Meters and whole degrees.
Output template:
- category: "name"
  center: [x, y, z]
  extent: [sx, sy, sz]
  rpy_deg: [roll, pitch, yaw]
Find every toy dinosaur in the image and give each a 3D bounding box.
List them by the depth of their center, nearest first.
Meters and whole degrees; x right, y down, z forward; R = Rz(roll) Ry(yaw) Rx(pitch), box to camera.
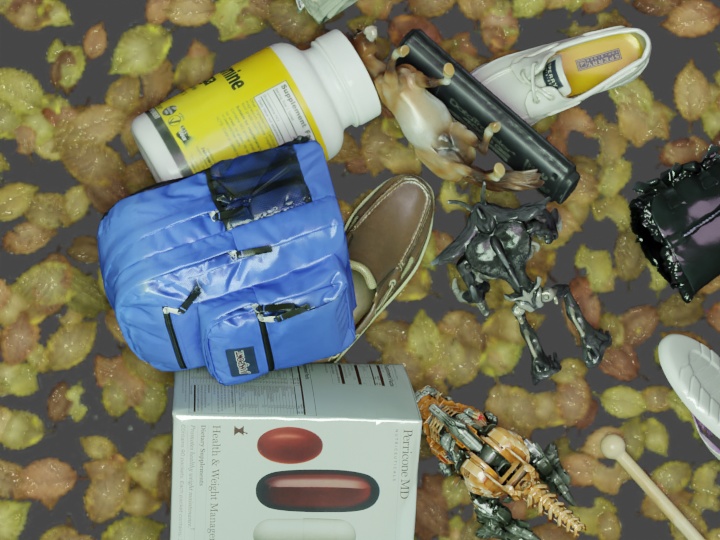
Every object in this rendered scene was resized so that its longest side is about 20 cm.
- category: "toy dinosaur"
  center: [0.114, 0.173, 1.671]
  extent: [0.102, 0.136, 0.200]
  rpy_deg: [-33, 47, 8]

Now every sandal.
- category: "sandal"
  center: [0.329, 0.143, 1.738]
  extent: [0.203, 0.082, 0.050]
  rpy_deg: [45, 126, -2]

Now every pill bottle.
- category: "pill bottle"
  center: [-0.088, -0.126, 1.693]
  extent: [0.200, 0.112, 0.113]
  rpy_deg: [-29, 88, -7]

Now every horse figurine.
- category: "horse figurine"
  center: [0.066, -0.130, 1.672]
  extent: [0.050, 0.133, 0.200]
  rpy_deg: [-45, 102, -17]

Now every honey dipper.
- category: "honey dipper"
  center: [0.286, 0.222, 1.740]
  extent: [0.038, 0.038, 0.200]
  rpy_deg: [-40, 86, -7]

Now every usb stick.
- category: "usb stick"
  center: [0.109, -0.135, 1.701]
  extent: [0.200, 0.055, 0.033]
  rpy_deg: [43, 67, 11]

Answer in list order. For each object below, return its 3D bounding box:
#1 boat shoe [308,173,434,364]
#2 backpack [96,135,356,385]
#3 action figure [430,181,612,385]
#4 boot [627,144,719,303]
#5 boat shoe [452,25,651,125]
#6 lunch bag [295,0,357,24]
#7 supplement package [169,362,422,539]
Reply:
- category: "boat shoe"
  center: [0.005, 0.003, 1.710]
  extent: [0.075, 0.075, 0.202]
  rpy_deg: [30, 83, -2]
- category: "backpack"
  center: [-0.109, 0.002, 1.587]
  extent: [0.200, 0.163, 0.168]
  rpy_deg: [-13, 53, -4]
- category: "action figure"
  center: [0.135, 0.001, 1.706]
  extent: [0.119, 0.102, 0.200]
  rpy_deg: [-30, 110, 5]
- category: "boot"
  center: [0.347, -0.025, 1.744]
  extent: [0.162, 0.073, 0.198]
  rpy_deg: [-29, 81, -9]
- category: "boat shoe"
  center: [0.166, -0.169, 1.739]
  extent: [0.200, 0.070, 0.071]
  rpy_deg: [-18, 86, -3]
- category: "lunch bag"
  center: [-0.008, -0.334, 1.717]
  extent: [0.200, 0.118, 0.164]
  rpy_deg: [-36, 89, -1]
- category: "supplement package"
  center: [-0.059, 0.186, 1.629]
  extent: [0.200, 0.147, 0.191]
  rpy_deg: [1, 105, -5]
